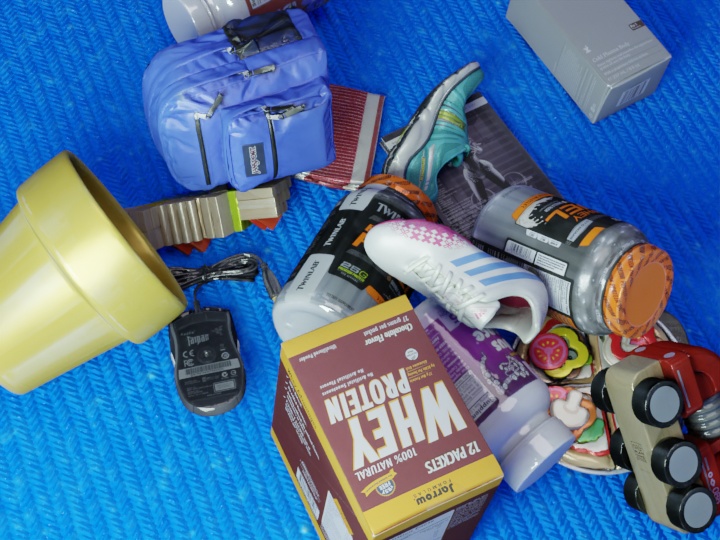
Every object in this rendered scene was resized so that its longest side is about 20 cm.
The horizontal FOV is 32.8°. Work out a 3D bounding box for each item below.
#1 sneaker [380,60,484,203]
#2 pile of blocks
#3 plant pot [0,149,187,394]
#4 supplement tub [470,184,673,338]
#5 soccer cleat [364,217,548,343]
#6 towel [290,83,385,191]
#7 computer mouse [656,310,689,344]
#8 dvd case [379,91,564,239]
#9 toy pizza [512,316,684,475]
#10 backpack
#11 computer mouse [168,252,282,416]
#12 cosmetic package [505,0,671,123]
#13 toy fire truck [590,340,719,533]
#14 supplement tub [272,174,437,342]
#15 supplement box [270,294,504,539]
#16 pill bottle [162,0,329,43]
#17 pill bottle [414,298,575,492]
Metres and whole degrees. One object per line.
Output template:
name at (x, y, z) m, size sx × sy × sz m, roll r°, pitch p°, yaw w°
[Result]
sneaker at (0.095, -0.161, 1.435) m, size 0.079 × 0.077 × 0.201 m, roll 35°, pitch 65°, yaw -8°
pile of blocks at (-0.170, -0.055, 1.363) m, size 0.198 × 0.082 × 0.063 m, roll -10°, pitch 104°, yaw -3°
plant pot at (-0.305, 0.015, 1.221) m, size 0.188 × 0.201 × 0.201 m, roll -37°, pitch 69°, yaw -2°
supplement tub at (0.222, -0.008, 1.297) m, size 0.122 × 0.123 × 0.199 m, roll -40°, pitch 43°, yaw -25°
soccer cleat at (0.097, 0.011, 1.214) m, size 0.198 × 0.070 × 0.087 m, roll 19°, pitch 41°, yaw -8°
towel at (-0.077, -0.170, 1.454) m, size 0.198 × 0.023 × 0.145 m, roll 11°, pitch 59°, yaw -1°
computer mouse at (0.333, 0.136, 1.326) m, size 0.058 × 0.034 × 0.202 m, roll -3°, pitch 67°, yaw 2°
dvd case at (0.136, -0.110, 1.449) m, size 0.148 × 0.016 × 0.201 m, roll -27°, pitch 67°, yaw -20°
toy pizza at (0.254, 0.116, 1.302) m, size 0.198 × 0.032 × 0.202 m, roll -1°, pitch 66°, yaw 2°
backpack at (-0.132, -0.176, 1.328) m, size 0.198 × 0.164 × 0.168 m, roll -14°, pitch 42°, yaw -11°
computer mouse at (-0.139, 0.070, 1.295) m, size 0.139 × 0.046 × 0.201 m, roll -15°, pitch 52°, yaw -12°
cosmetic package at (0.282, -0.296, 1.535) m, size 0.106 × 0.090 × 0.201 m, roll -28°, pitch 70°, yaw -18°
toy fire truck at (0.360, 0.146, 1.223) m, size 0.199 × 0.128 × 0.178 m, roll -25°, pitch 103°, yaw -20°
supplement tub at (0.000, 0.000, 1.302) m, size 0.122 × 0.123 × 0.201 m, roll 25°, pitch 57°, yaw 8°
supplement box at (0.016, 0.172, 1.162) m, size 0.132 × 0.201 × 0.198 m, roll -20°, pitch 64°, yaw -18°
pill bottle at (-0.136, -0.340, 1.494) m, size 0.199 × 0.113 × 0.112 m, roll -32°, pitch 68°, yaw -22°
pill bottle at (0.123, 0.124, 1.254) m, size 0.112 × 0.113 × 0.200 m, roll -34°, pitch 69°, yaw -23°
